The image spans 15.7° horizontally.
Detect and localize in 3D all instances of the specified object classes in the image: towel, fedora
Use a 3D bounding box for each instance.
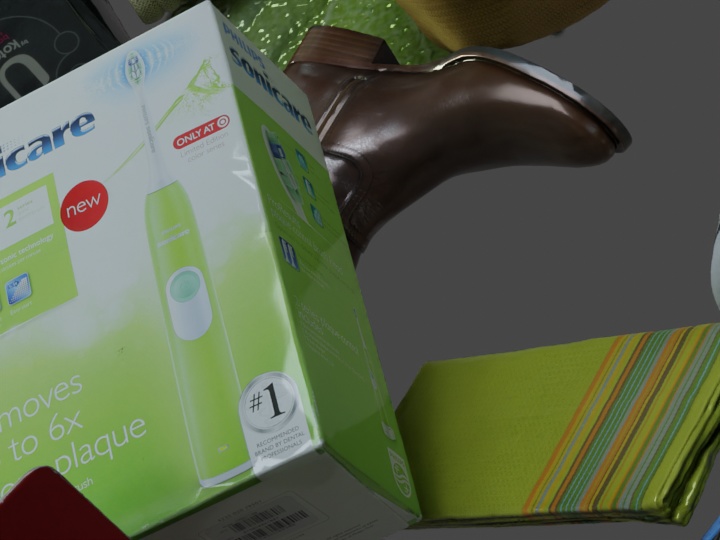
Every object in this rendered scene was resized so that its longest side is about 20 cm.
[{"bbox_3d":[0.068,0.062,0.981,0.200,0.018,0.086,-11,41,55],"label":"towel"},{"bbox_3d":[0.061,-0.149,1.140,0.200,0.082,0.201,-17,20,6],"label":"fedora"}]

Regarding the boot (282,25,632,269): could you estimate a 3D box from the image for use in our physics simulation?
[{"bbox_3d":[0.000,0.000,1.098,0.186,0.064,0.200,13,66,42],"label":"boot"}]

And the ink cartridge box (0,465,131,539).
[{"bbox_3d":[-0.097,0.193,0.889,0.176,0.200,0.084,-48,42,-7],"label":"ink cartridge box"}]

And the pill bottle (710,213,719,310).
[{"bbox_3d":[0.198,-0.066,0.965,0.112,0.112,0.200,-7,51,32],"label":"pill bottle"}]

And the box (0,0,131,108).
[{"bbox_3d":[-0.205,-0.137,1.332,0.122,0.106,0.200,-38,42,4],"label":"box"}]

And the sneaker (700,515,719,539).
[{"bbox_3d":[0.159,0.066,0.858,0.083,0.071,0.200,-112,42,-75],"label":"sneaker"}]

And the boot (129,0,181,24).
[{"bbox_3d":[-0.080,-0.220,1.336,0.155,0.073,0.200,-31,47,6],"label":"boot"}]

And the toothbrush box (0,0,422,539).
[{"bbox_3d":[-0.078,0.024,0.984,0.145,0.086,0.200,-25,56,16],"label":"toothbrush box"}]
